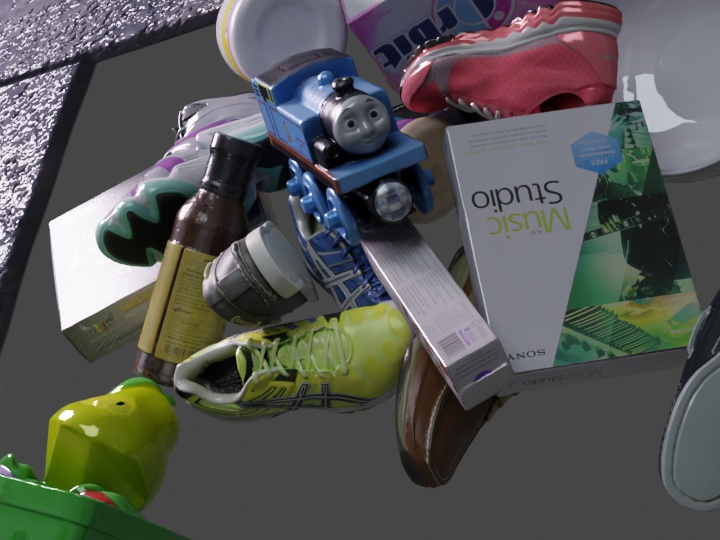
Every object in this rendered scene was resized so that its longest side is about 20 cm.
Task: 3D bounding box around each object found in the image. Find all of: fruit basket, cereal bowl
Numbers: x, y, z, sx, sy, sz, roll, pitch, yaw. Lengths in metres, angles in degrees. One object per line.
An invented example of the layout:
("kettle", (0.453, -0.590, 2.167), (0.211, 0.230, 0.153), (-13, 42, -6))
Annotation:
("fruit basket", (-0.212, 0.158, 1.073), (0.215, 0.155, 0.217), (-16, 59, 28))
("cereal bowl", (0.247, -0.160, 1.101), (0.199, 0.083, 0.201), (-6, 80, 36))

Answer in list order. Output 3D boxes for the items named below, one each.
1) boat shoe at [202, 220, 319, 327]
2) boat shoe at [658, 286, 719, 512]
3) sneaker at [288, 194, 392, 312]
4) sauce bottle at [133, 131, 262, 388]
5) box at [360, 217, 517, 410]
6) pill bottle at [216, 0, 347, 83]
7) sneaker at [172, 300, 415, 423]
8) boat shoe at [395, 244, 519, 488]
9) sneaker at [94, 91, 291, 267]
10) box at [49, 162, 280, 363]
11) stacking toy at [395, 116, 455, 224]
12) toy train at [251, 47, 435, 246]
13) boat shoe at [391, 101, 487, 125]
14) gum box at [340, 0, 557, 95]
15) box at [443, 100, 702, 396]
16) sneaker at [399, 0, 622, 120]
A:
("boat shoe", (-0.076, 0.007, 1.116), (0.060, 0.072, 0.202), (-34, -3, 3))
("boat shoe", (0.241, 0.060, 0.931), (0.200, 0.075, 0.060), (-56, 7, -12))
("sneaker", (0.000, 0.000, 1.134), (0.076, 0.077, 0.200), (-39, 41, -11))
("sauce bottle", (-0.123, -0.007, 1.163), (0.065, 0.065, 0.201), (21, 95, 44))
("box", (0.048, 0.022, 0.994), (0.041, 0.039, 0.200), (-28, 30, -4))
("pill bottle", (-0.076, -0.218, 1.347), (0.104, 0.104, 0.200), (-34, 14, -2))
("sneaker", (-0.046, 0.072, 1.075), (0.199, 0.076, 0.076), (-20, 74, 24))
("boat shoe", (0.083, 0.057, 1.025), (0.074, 0.076, 0.201), (1, 51, 30))
("sneaker", (-0.146, -0.087, 1.251), (0.199, 0.078, 0.140), (-28, 37, -11))
("box", (-0.173, -0.027, 1.296), (0.199, 0.048, 0.159), (-27, 40, 6))
("stacking toy", (-0.006, -0.094, 1.239), (0.200, 0.085, 0.085), (15, 58, 48))
("toy train", (-0.015, -0.093, 1.071), (0.086, 0.115, 0.200), (-24, 21, -10))
("boat shoe", (0.094, -0.130, 1.213), (0.199, 0.066, 0.070), (8, 54, 38))
("gum box", (0.086, -0.236, 1.270), (0.199, 0.114, 0.066), (-30, 39, 16))
("box", (0.144, -0.019, 1.013), (0.143, 0.036, 0.201), (-9, 62, -3))
("sneaker", (0.107, -0.137, 1.110), (0.199, 0.074, 0.087), (-14, 76, 41))
